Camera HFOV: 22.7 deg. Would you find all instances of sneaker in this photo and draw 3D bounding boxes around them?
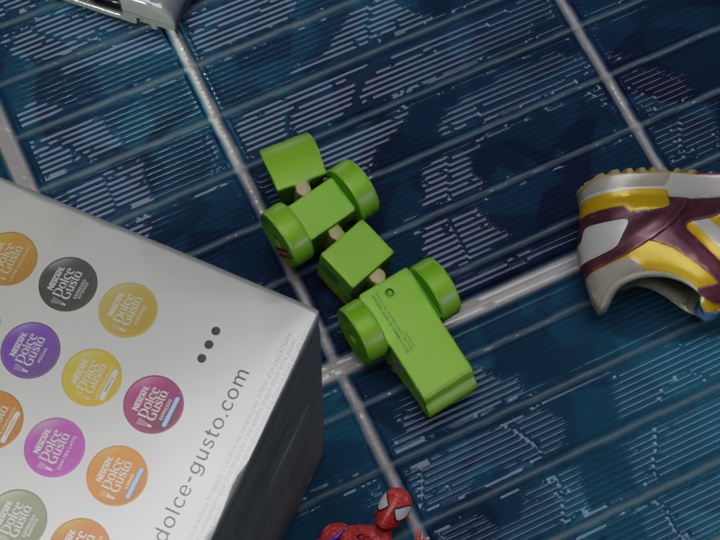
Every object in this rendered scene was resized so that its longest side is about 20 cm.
[{"bbox_3d":[0.230,-0.014,1.083,0.198,0.075,0.091,-3,74,5],"label":"sneaker"}]

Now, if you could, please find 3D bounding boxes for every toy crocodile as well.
[{"bbox_3d":[0.000,0.000,1.081,0.067,0.062,0.200,-34,76,-15],"label":"toy crocodile"}]

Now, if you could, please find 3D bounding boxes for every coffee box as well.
[{"bbox_3d":[-0.147,0.106,0.951,0.196,0.200,0.201,23,68,10],"label":"coffee box"}]

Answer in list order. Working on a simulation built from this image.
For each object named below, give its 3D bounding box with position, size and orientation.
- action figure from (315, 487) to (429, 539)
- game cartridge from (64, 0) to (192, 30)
[{"bbox_3d":[-0.025,0.195,0.974,0.065,0.099,0.201,29,67,10],"label":"action figure"},{"bbox_3d":[-0.191,-0.246,1.194,0.198,0.042,0.134,18,72,7],"label":"game cartridge"}]
